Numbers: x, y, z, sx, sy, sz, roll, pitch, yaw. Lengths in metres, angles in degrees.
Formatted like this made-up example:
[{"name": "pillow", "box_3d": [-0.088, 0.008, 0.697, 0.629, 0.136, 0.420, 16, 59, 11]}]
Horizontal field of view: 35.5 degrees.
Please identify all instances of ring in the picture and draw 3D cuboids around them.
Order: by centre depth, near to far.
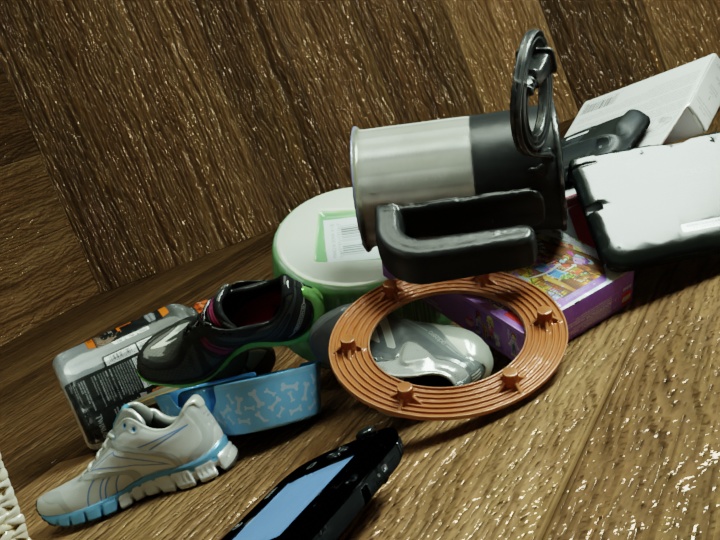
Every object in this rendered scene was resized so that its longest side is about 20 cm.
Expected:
[{"name": "ring", "box_3d": [0.070, 0.050, 0.922, 0.198, 0.019, 0.201, -6, 34, 4]}]

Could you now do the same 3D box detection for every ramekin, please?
[{"name": "ramekin", "box_3d": [0.000, 0.000, 1.174, 0.197, 0.098, 0.201, -4, 39, 3]}]

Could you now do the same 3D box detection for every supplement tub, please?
[{"name": "supplement tub", "box_3d": [-0.254, 0.119, 1.341, 0.198, 0.124, 0.122, -24, 8, -16]}]

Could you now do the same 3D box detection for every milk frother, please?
[{"name": "milk frother", "box_3d": [0.081, -0.108, 0.976, 0.186, 0.202, 0.181, -7, 26, 8]}]

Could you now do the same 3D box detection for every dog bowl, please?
[{"name": "dog bowl", "box_3d": [-0.116, 0.129, 1.090, 0.111, 0.050, 0.199, -11, -3, -45]}]

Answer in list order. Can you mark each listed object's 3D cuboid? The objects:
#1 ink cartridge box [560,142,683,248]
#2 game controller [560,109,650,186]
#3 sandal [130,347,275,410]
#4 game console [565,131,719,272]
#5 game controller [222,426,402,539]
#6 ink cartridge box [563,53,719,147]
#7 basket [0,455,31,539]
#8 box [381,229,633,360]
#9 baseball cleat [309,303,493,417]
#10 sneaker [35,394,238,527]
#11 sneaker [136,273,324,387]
[{"name": "ink cartridge box", "box_3d": [0.274, -0.062, 1.213, 0.198, 0.084, 0.145, -24, 7, -20]}, {"name": "game controller", "box_3d": [0.232, -0.124, 1.258, 0.104, 0.042, 0.199, -38, 13, -35]}, {"name": "sandal", "box_3d": [-0.174, 0.115, 1.219, 0.199, 0.054, 0.080, -33, -37, 26]}, {"name": "game console", "box_3d": [0.294, -0.066, 1.060, 0.197, 0.178, 0.117, -11, -30, -3]}, {"name": "game controller", "box_3d": [-0.045, 0.161, 0.724, 0.103, 0.043, 0.200, -18, 9, 29]}, {"name": "ink cartridge box", "box_3d": [0.304, -0.151, 1.282, 0.199, 0.045, 0.177, -15, 33, 54]}, {"name": "basket", "box_3d": [-0.398, 0.220, 0.927, 0.197, 0.162, 0.199, -28, 9, -38]}, {"name": "box", "box_3d": [0.131, 0.002, 1.034, 0.136, 0.039, 0.199, -26, 38, -27]}, {"name": "baseball cleat", "box_3d": [0.014, 0.076, 0.972, 0.198, 0.071, 0.106, 0, 21, 40]}, {"name": "sneaker", "box_3d": [-0.216, 0.169, 1.037, 0.198, 0.087, 0.075, -23, 9, 8]}, {"name": "sneaker", "box_3d": [-0.133, 0.049, 1.077, 0.198, 0.084, 0.077, -24, 52, 13]}]
